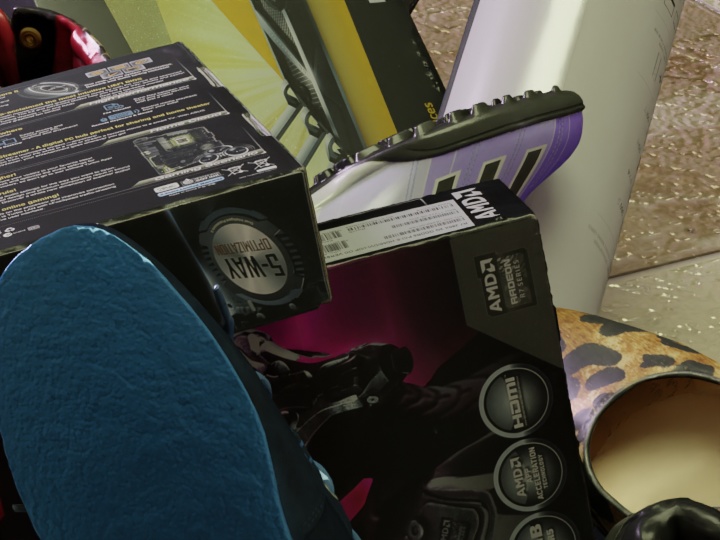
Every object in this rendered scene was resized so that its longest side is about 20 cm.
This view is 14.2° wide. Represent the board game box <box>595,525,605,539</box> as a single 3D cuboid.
[{"bbox_3d":[0.060,0.102,0.945,0.199,0.019,0.103,16,46,17],"label":"board game box"}]

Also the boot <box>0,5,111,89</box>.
[{"bbox_3d":[-0.144,-0.026,1.052,0.073,0.151,0.200,-12,30,-30],"label":"boot"}]

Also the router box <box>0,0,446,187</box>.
[{"bbox_3d":[-0.046,-0.059,1.145,0.157,0.052,0.200,-10,60,-27],"label":"router box"}]

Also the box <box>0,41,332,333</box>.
[{"bbox_3d":[-0.125,-0.007,0.862,0.199,0.044,0.160,-16,21,-12],"label":"box"}]

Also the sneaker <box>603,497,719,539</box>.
[{"bbox_3d":[0.094,0.147,0.748,0.066,0.091,0.201,-9,62,-9],"label":"sneaker"}]

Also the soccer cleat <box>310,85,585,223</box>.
[{"bbox_3d":[0.000,0.000,0.993,0.200,0.073,0.068,-28,2,-22],"label":"soccer cleat"}]

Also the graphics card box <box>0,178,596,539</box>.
[{"bbox_3d":[-0.034,0.057,0.889,0.199,0.126,0.051,-14,17,-9],"label":"graphics card box"}]

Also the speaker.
[{"bbox_3d":[0.067,-0.048,1.092,0.081,0.081,0.200,11,58,11],"label":"speaker"}]

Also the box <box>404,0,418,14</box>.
[{"bbox_3d":[-0.078,-0.094,1.223,0.143,0.036,0.200,34,47,4],"label":"box"}]

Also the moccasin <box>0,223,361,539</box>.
[{"bbox_3d":[-0.039,0.080,0.789,0.080,0.200,0.068,-26,2,9],"label":"moccasin"}]

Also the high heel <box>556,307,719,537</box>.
[{"bbox_3d":[0.101,0.048,0.879,0.071,0.143,0.200,-38,54,-5],"label":"high heel"}]
